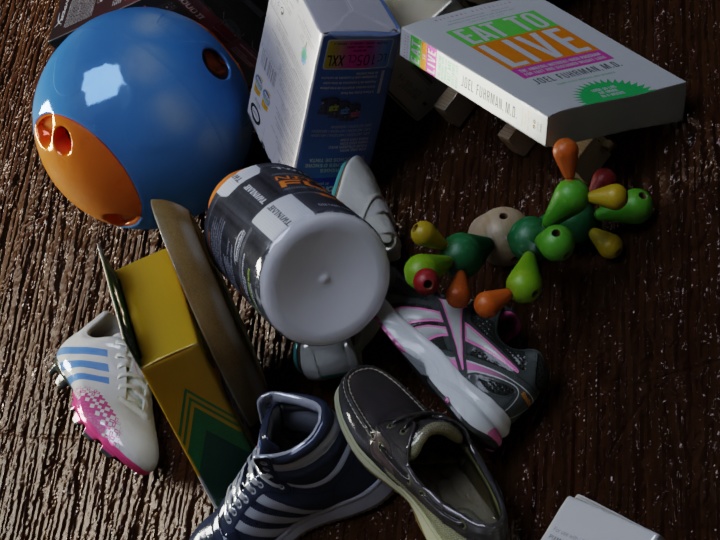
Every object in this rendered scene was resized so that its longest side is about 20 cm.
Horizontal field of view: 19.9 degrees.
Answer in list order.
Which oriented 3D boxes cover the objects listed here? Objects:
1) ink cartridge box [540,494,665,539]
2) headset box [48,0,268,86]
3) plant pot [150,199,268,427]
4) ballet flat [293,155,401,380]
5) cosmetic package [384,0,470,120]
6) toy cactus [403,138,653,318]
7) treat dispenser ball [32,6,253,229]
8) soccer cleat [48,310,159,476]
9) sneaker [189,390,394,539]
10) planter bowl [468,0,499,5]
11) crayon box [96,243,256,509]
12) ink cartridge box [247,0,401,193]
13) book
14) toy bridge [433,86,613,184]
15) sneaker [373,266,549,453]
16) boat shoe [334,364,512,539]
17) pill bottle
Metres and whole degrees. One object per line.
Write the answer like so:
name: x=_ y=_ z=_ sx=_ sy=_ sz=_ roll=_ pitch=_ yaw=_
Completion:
ink cartridge box: x=0.138 y=0.259 z=1.231 sx=0.083 sy=0.145 sz=0.201 roll=19 pitch=72 yaw=50
headset box: x=-0.174 y=-0.233 z=1.965 sx=0.199 sy=0.149 sz=0.075 roll=-18 pitch=47 yaw=35
plant pot: x=-0.117 y=0.030 z=1.655 sx=0.027 sy=0.201 sz=0.200 roll=-24 pitch=40 yaw=-1
ballet flat: x=0.000 y=0.000 z=1.671 sx=0.069 sy=0.069 sz=0.201 roll=-9 pitch=57 yaw=40
cosmetic package: x=0.033 y=-0.231 z=1.821 sx=0.103 sy=0.073 sz=0.200 roll=-43 pitch=38 yaw=8
toy cactus: x=0.113 y=-0.031 z=1.534 sx=0.199 sy=0.103 sz=0.165 roll=-28 pitch=9 yaw=-12
treat dispenser ball: x=-0.197 y=-0.137 z=1.863 sx=0.200 sy=0.201 sz=0.202 roll=-26 pitch=43 yaw=27
soccer cleat: x=-0.211 y=0.100 z=1.780 sx=0.086 sy=0.070 sz=0.200 roll=-47 pitch=37 yaw=3
sneaker: x=-0.076 y=0.160 z=1.560 sx=0.199 sy=0.108 sz=0.070 roll=-28 pitch=41 yaw=25
planter bowl: x=0.111 y=-0.305 z=1.732 sx=0.135 sy=0.199 sz=0.200 roll=-65 pitch=31 yaw=25
crayon box: x=-0.139 y=0.075 z=1.620 sx=0.051 sy=0.201 sz=0.126 roll=-24 pitch=40 yaw=0
ink cartridge box: x=-0.037 y=-0.153 z=1.746 sx=0.137 sy=0.076 sz=0.201 roll=-115 pitch=32 yaw=-46
book: x=0.138 y=-0.153 z=1.596 sx=0.133 sy=0.048 sz=0.200 roll=-14 pitch=32 yaw=-30
toy bridge: x=0.141 y=-0.126 z=1.659 sx=0.067 sy=0.027 sz=0.200 roll=-53 pitch=38 yaw=-6
sneaker: x=0.078 y=0.054 z=1.542 sx=0.086 sy=0.080 sz=0.200 roll=-38 pitch=46 yaw=-3
boat shoe: x=0.050 y=0.130 z=1.457 sx=0.073 sy=0.065 sz=0.200 roll=-19 pitch=51 yaw=-30
pill bottle: x=-0.059 y=-0.021 z=1.591 sx=0.106 sy=0.106 sz=0.200 roll=-49 pitch=27 yaw=0
